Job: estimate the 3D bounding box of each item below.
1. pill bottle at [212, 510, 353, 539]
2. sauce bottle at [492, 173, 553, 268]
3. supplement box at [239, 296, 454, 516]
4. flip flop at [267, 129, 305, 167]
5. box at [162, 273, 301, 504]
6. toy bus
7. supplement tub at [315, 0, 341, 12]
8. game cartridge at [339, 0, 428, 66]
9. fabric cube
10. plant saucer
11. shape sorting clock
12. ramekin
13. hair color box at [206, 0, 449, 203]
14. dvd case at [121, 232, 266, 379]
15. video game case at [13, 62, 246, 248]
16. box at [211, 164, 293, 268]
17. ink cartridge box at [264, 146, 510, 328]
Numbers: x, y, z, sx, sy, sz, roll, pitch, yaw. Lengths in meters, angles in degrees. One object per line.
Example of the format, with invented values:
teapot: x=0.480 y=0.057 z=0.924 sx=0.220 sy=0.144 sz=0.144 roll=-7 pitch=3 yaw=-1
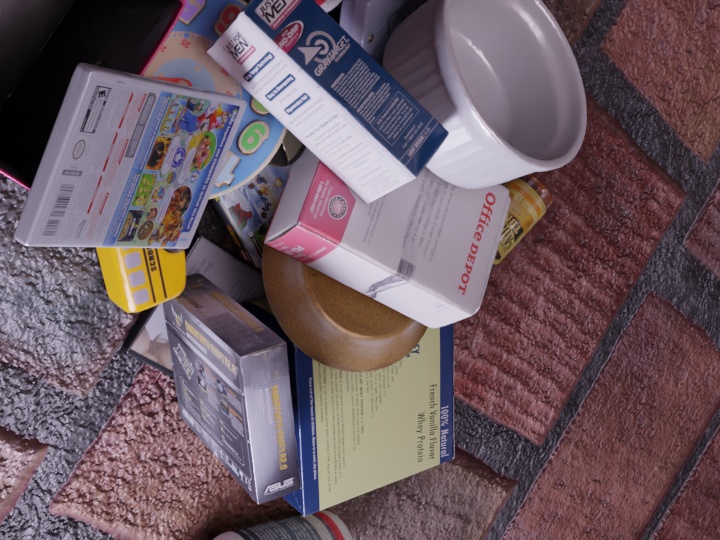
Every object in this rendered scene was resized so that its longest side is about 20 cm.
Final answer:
pill bottle: x=-0.112 y=0.348 z=1.327 sx=0.200 sy=0.120 sz=0.120 roll=-5 pitch=111 yaw=-35
sauce bottle: x=0.147 y=-0.032 z=1.404 sx=0.200 sy=0.066 sz=0.066 roll=-49 pitch=129 yaw=-13
supplement box: x=-0.015 y=0.123 z=1.275 sx=0.199 sy=0.134 sz=0.201 roll=-15 pitch=115 yaw=-31
flip flop: x=-0.134 y=-0.172 z=1.102 sx=0.200 sy=0.058 sz=0.081 roll=31 pitch=85 yaw=-10
box: x=-0.129 y=0.110 z=1.146 sx=0.048 sy=0.200 sz=0.159 roll=-16 pitch=115 yaw=-26
toy bus: x=-0.219 y=-0.067 z=1.122 sx=0.078 sy=0.065 sz=0.200 roll=-22 pitch=120 yaw=-26
supplement tub: x=-0.100 y=-0.322 z=1.060 sx=0.200 sy=0.140 sz=0.141 roll=13 pitch=100 yaw=-39
game cartridge: x=0.034 y=-0.217 z=1.165 sx=0.133 sy=0.040 sz=0.200 roll=-47 pitch=151 yaw=-28
fabric cube: x=-0.296 y=-0.203 z=0.925 sx=0.196 sy=0.199 sz=0.200 roll=35 pitch=86 yaw=-39
plant saucer: x=0.000 y=0.000 z=1.170 sx=0.200 sy=0.035 sz=0.201 roll=8 pitch=74 yaw=-28
shape sorting clock: x=-0.159 y=-0.161 z=1.048 sx=0.199 sy=0.039 sz=0.201 roll=0 pitch=92 yaw=-11
ramekin: x=0.114 y=-0.174 z=1.101 sx=0.200 sy=0.098 sz=0.201 roll=20 pitch=60 yaw=-39
hair color box: x=-0.029 y=-0.155 z=1.017 sx=0.200 sy=0.100 sz=0.061 roll=42 pitch=65 yaw=-12
dvd case: x=-0.143 y=0.065 z=1.259 sx=0.200 sy=0.018 sz=0.143 roll=35 pitch=85 yaw=-40
video game case: x=-0.179 y=-0.085 z=0.945 sx=0.200 sy=0.018 sz=0.143 roll=0 pitch=117 yaw=-61
box: x=-0.100 y=-0.123 z=1.176 sx=0.137 sy=0.040 sz=0.200 roll=-34 pitch=111 yaw=-20
ink cartridge box: x=0.029 y=-0.051 z=1.129 sx=0.200 sy=0.083 sz=0.147 roll=28 pitch=66 yaw=-20
